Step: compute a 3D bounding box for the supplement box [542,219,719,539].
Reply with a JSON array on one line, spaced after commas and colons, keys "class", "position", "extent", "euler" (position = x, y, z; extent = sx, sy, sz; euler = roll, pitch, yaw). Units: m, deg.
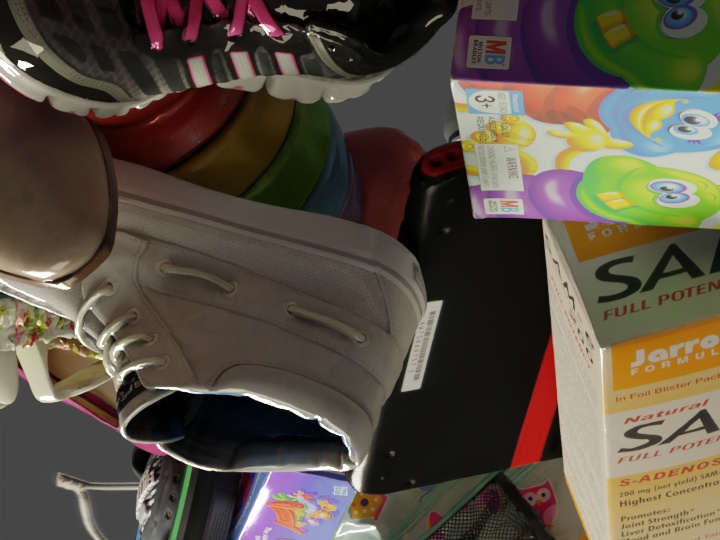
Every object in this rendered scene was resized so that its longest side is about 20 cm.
[{"class": "supplement box", "position": [0.148, 0.046, 0.892], "extent": [0.126, 0.074, 0.200], "euler": [-16, 142, -3]}]

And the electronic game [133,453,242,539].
[{"class": "electronic game", "position": [-0.097, 0.117, 1.156], "extent": [0.042, 0.200, 0.200], "euler": [13, 155, -11]}]

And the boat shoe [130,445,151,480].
[{"class": "boat shoe", "position": [-0.066, 0.111, 1.298], "extent": [0.057, 0.069, 0.200], "euler": [25, 153, -32]}]

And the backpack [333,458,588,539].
[{"class": "backpack", "position": [0.070, 0.134, 1.168], "extent": [0.200, 0.153, 0.176], "euler": [-31, 173, -15]}]

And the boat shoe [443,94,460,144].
[{"class": "boat shoe", "position": [0.108, -0.014, 0.968], "extent": [0.073, 0.067, 0.200], "euler": [-14, 148, 39]}]

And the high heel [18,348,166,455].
[{"class": "high heel", "position": [-0.144, 0.047, 1.117], "extent": [0.096, 0.067, 0.200], "euler": [8, -168, -19]}]

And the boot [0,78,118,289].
[{"class": "boot", "position": [-0.168, -0.089, 0.773], "extent": [0.200, 0.070, 0.146], "euler": [42, 169, 47]}]

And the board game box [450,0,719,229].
[{"class": "board game box", "position": [0.139, -0.081, 0.766], "extent": [0.200, 0.105, 0.103], "euler": [3, 155, 9]}]

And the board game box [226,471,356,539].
[{"class": "board game box", "position": [-0.045, 0.106, 1.136], "extent": [0.045, 0.135, 0.200], "euler": [13, 139, -10]}]

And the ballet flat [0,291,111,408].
[{"class": "ballet flat", "position": [-0.151, 0.029, 0.975], "extent": [0.076, 0.064, 0.200], "euler": [-5, -178, 40]}]

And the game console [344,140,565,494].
[{"class": "game console", "position": [0.086, 0.011, 0.915], "extent": [0.177, 0.031, 0.200], "euler": [-9, 137, -20]}]

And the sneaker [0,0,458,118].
[{"class": "sneaker", "position": [-0.044, -0.101, 0.773], "extent": [0.200, 0.074, 0.087], "euler": [-2, 164, -41]}]

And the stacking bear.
[{"class": "stacking bear", "position": [-0.067, -0.058, 0.888], "extent": [0.114, 0.122, 0.200], "euler": [-12, 140, 24]}]

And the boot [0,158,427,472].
[{"class": "boot", "position": [-0.081, 0.019, 0.826], "extent": [0.200, 0.096, 0.074], "euler": [9, 141, 13]}]
